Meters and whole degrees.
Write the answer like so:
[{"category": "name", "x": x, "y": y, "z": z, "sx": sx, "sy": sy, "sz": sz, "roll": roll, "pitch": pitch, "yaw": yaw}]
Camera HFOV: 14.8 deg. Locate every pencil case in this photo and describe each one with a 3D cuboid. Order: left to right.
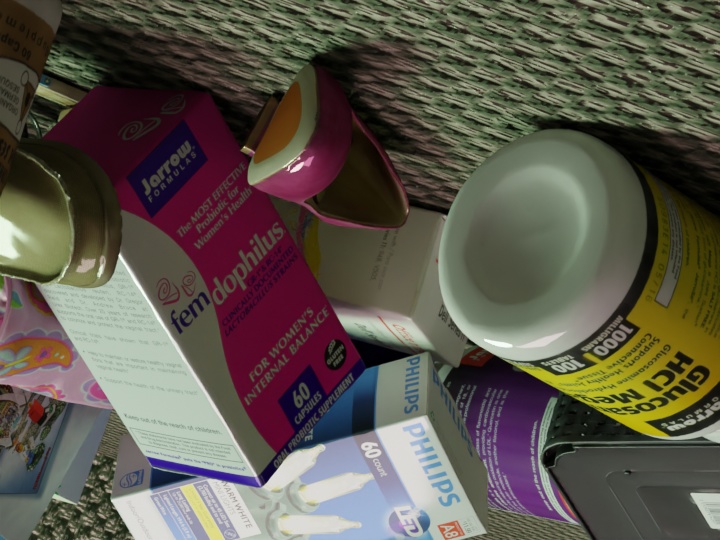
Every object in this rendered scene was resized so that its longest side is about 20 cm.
[{"category": "pencil case", "x": -0.161, "y": 0.033, "z": 1.581, "sx": 0.087, "sy": 0.088, "sz": 0.200, "roll": 9, "pitch": 177, "yaw": 40}]

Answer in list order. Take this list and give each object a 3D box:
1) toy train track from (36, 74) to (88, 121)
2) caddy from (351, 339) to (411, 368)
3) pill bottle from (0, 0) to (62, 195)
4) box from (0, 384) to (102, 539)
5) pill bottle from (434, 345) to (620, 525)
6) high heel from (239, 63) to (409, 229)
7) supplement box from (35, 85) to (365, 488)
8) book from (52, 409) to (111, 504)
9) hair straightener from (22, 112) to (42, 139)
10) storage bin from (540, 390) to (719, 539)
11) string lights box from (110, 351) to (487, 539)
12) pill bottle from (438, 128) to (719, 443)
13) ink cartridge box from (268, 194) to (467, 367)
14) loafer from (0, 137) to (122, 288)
[{"category": "toy train track", "x": -0.229, "y": -0.112, "z": 1.504, "sx": 0.200, "sy": 0.033, "sz": 0.115, "roll": 22, "pitch": 169, "yaw": -26}, {"category": "caddy", "x": -0.021, "y": 0.055, "z": 1.737, "sx": 0.141, "sy": 0.105, "sz": 0.200, "roll": 6, "pitch": -162, "yaw": 6}, {"category": "pill bottle", "x": -0.225, "y": -0.056, "z": 1.322, "sx": 0.114, "sy": 0.200, "sz": 0.114, "roll": 17, "pitch": 170, "yaw": 3}, {"category": "box", "x": -0.202, "y": 0.045, "z": 1.628, "sx": 0.038, "sy": 0.200, "sz": 0.137, "roll": 7, "pitch": 148, "yaw": 40}, {"category": "pill bottle", "x": 0.119, "y": 0.109, "z": 1.858, "sx": 0.112, "sy": 0.113, "sz": 0.200, "roll": 27, "pitch": 166, "yaw": -41}, {"category": "high heel", "x": -0.005, "y": -0.047, "z": 1.350, "sx": 0.096, "sy": 0.067, "sz": 0.200, "roll": 29, "pitch": 173, "yaw": -7}, {"category": "supplement box", "x": -0.099, "y": 0.008, "z": 1.502, "sx": 0.103, "sy": 0.101, "sz": 0.200, "roll": 5, "pitch": 135, "yaw": 47}, {"category": "book", "x": -0.186, "y": 0.035, "z": 1.732, "sx": 0.048, "sy": 0.200, "sz": 0.134, "roll": 14, "pitch": 170, "yaw": 21}, {"category": "hair straightener", "x": -0.276, "y": -0.105, "z": 1.585, "sx": 0.200, "sy": 0.041, "sz": 0.077, "roll": 21, "pitch": 170, "yaw": 3}, {"category": "storage bin", "x": 0.214, "y": 0.094, "z": 1.490, "sx": 0.200, "sy": 0.094, "sz": 0.135, "roll": -3, "pitch": 142, "yaw": 29}, {"category": "string lights box", "x": -0.034, "y": 0.126, "z": 1.633, "sx": 0.200, "sy": 0.059, "sz": 0.103, "roll": -16, "pitch": 126, "yaw": 16}, {"category": "pill bottle", "x": 0.137, "y": 0.017, "z": 1.347, "sx": 0.112, "sy": 0.113, "sz": 0.200, "roll": 8, "pitch": 166, "yaw": 43}, {"category": "ink cartridge box", "x": 0.000, "y": 0.000, "z": 1.610, "sx": 0.200, "sy": 0.067, "sz": 0.117, "roll": 14, "pitch": 169, "yaw": 20}, {"category": "loafer", "x": -0.199, "y": -0.037, "z": 1.411, "sx": 0.067, "sy": 0.076, "sz": 0.200, "roll": -13, "pitch": -155, "yaw": -43}]
